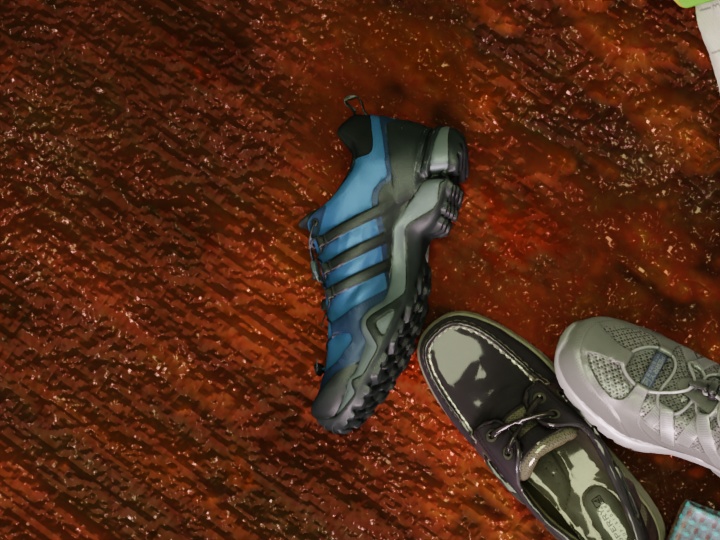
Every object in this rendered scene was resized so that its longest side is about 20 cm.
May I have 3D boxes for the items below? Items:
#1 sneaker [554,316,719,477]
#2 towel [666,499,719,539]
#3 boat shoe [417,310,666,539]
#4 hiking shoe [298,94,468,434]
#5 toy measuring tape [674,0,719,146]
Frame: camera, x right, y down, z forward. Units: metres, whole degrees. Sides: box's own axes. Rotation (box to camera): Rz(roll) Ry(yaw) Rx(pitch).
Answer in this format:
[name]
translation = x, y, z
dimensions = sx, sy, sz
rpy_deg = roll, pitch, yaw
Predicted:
[sneaker]
translation = 0.212, 0.078, 1.661
dimensions = 0.200, 0.082, 0.075
rpy_deg = 27, 62, -2
[towel]
translation = 0.260, 0.239, 1.682
dimensions = 0.200, 0.022, 0.147
rpy_deg = 22, 90, -2
[boat shoe]
translation = 0.111, 0.105, 1.685
dimensions = 0.072, 0.065, 0.200
rpy_deg = -39, 87, 2
[hiking shoe]
translation = 0.000, 0.000, 1.700
dimensions = 0.087, 0.074, 0.200
rpy_deg = 18, 81, 12
[toy measuring tape]
translation = 0.184, -0.162, 1.627
dimensions = 0.073, 0.074, 0.200
rpy_deg = -13, 92, 4
